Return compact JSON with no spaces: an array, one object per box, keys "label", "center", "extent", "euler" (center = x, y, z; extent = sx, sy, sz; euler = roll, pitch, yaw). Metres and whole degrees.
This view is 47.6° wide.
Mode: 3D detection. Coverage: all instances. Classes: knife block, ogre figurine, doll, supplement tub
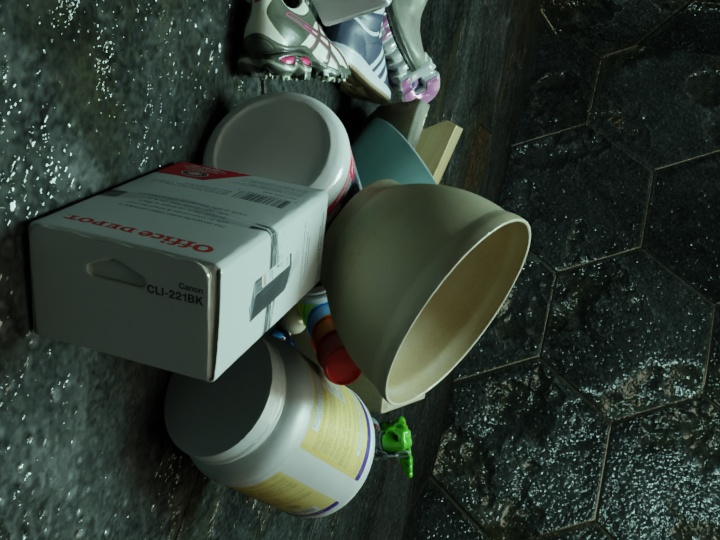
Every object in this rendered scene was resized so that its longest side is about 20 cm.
[{"label":"knife block","center":[0.088,-0.121,1.291],"extent":[0.064,0.197,0.179],"euler":[-20,90,-73]},{"label":"ogre figurine","center":[0.002,0.215,1.013],"extent":[0.200,0.117,0.100],"euler":[-95,180,-81]},{"label":"doll","center":[-0.110,0.131,0.958],"extent":[0.137,0.048,0.203],"euler":[67,40,-70]},{"label":"supplement tub","center":[-0.064,-0.063,0.807],"extent":[0.201,0.138,0.143],"euler":[70,35,-63]},{"label":"supplement tub","center":[-0.086,0.152,0.812],"extent":[0.200,0.143,0.148],"euler":[46,55,-50]}]

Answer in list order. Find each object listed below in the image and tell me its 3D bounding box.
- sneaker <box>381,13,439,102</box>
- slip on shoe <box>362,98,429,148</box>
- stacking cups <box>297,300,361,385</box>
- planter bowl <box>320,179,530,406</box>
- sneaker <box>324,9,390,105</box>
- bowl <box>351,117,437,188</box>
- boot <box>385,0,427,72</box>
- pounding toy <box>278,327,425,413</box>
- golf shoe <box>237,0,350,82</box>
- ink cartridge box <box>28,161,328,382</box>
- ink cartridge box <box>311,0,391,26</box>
[{"label":"sneaker","center":[0.045,-0.332,1.164],"extent":[0.080,0.089,0.202],"euler":[-30,125,-10]},{"label":"slip on shoe","center":[0.046,-0.204,1.137],"extent":[0.200,0.060,0.077],"euler":[-131,-120,-78]},{"label":"stacking cups","center":[-0.035,0.064,0.865],"extent":[0.200,0.059,0.062],"euler":[-110,-154,-72]},{"label":"planter bowl","center":[0.043,0.002,0.749],"extent":[0.200,0.134,0.202],"euler":[-41,154,-25]},{"label":"sneaker","center":[0.006,-0.286,1.043],"extent":[0.200,0.069,0.111],"euler":[19,84,-72]},{"label":"bowl","center":[0.030,-0.092,1.108],"extent":[0.104,0.202,0.202],"euler":[-33,152,-9]},{"label":"boot","center":[0.089,-0.371,1.048],"extent":[0.068,0.128,0.204],"euler":[-40,115,-81]},{"label":"pounding toy","center":[-0.008,0.091,1.090],"extent":[0.199,0.181,0.145],"euler":[2,94,-65]},{"label":"golf shoe","center":[-0.058,-0.237,0.834],"extent":[0.200,0.076,0.090],"euler":[-33,125,-71]},{"label":"ink cartridge box","center":[-0.125,-0.011,0.607],"extent":[0.200,0.142,0.085],"euler":[-45,144,-64]},{"label":"ink cartridge box","center":[-0.003,-0.371,0.828],"extent":[0.149,0.084,0.202],"euler":[57,42,-35]}]
